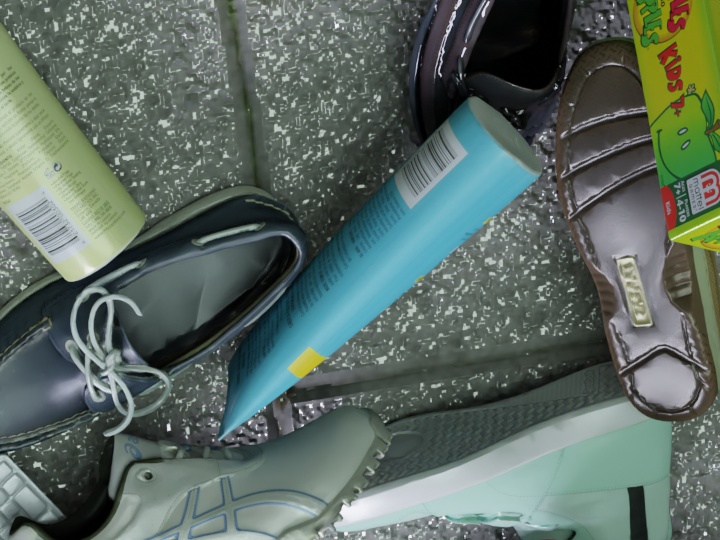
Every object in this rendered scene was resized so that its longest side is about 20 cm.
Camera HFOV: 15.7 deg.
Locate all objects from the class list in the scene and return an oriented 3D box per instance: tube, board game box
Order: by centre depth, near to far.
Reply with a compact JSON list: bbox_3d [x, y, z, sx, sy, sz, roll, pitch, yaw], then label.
[{"bbox_3d":[-0.181,-0.085,1.236,0.200,0.052,0.058,51,55,-19],"label":"tube"},{"bbox_3d":[0.181,-0.106,1.254,0.101,0.048,0.201,13,61,-43],"label":"board game box"},{"bbox_3d":[0.000,0.000,1.265,0.050,0.078,0.200,44,108,-12],"label":"tube"}]

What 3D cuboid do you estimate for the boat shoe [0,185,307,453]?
[{"bbox_3d":[-0.114,0.031,1.279,0.199,0.062,0.075,-29,111,-7],"label":"boat shoe"}]

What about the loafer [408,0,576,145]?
[{"bbox_3d":[0.069,-0.111,1.255,0.072,0.063,0.201,-15,133,-22],"label":"loafer"}]

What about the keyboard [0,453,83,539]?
[{"bbox_3d":[-0.135,0.178,1.308,0.056,0.011,0.200,-41,112,-3],"label":"keyboard"}]

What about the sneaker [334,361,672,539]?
[{"bbox_3d":[0.075,0.131,1.360,0.199,0.074,0.119,-15,113,-10],"label":"sneaker"}]

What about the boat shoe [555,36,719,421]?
[{"bbox_3d":[0.145,-0.028,1.309,0.071,0.076,0.201,0,114,25],"label":"boat shoe"}]

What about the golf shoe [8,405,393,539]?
[{"bbox_3d":[-0.079,0.111,1.276,0.200,0.078,0.097,-35,102,-14],"label":"golf shoe"}]
